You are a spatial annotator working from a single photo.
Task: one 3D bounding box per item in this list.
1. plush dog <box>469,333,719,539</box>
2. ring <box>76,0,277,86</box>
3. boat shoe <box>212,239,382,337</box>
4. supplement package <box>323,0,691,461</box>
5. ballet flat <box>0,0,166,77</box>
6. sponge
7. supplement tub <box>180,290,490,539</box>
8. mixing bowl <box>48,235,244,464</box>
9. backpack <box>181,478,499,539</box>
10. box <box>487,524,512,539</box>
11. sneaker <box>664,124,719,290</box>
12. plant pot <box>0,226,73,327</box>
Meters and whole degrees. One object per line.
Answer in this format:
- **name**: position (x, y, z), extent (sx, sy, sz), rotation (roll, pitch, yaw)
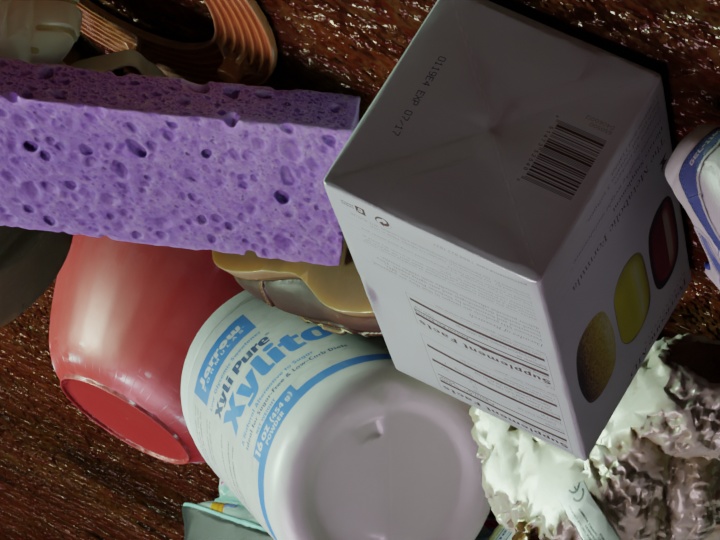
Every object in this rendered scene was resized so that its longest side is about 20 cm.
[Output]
- **plush dog**: position (0.148, 0.112, 1.477), extent (0.171, 0.161, 0.200), rotation (16, 176, -43)
- **ring**: position (-0.130, -0.149, 1.417), extent (0.200, 0.019, 0.201), rotation (29, 161, 11)
- **boat shoe**: position (0.000, 0.000, 1.518), extent (0.070, 0.071, 0.200), rotation (38, 168, -31)
- **supplement package**: position (0.072, -0.017, 1.279), extent (0.109, 0.114, 0.200), rotation (25, 162, 21)
- **ballet flat**: position (-0.146, -0.101, 1.456), extent (0.075, 0.068, 0.200), rotation (-22, 133, 42)
- **sponge**: position (-0.103, -0.055, 1.435), extent (0.199, 0.030, 0.112), rotation (7, 145, 1)
- **supplement tub**: position (-0.016, 0.090, 1.587), extent (0.132, 0.132, 0.200), rotation (40, 178, -25)
- **mixing bowl**: position (-0.119, 0.051, 1.773), extent (0.200, 0.109, 0.200), rotation (28, 162, 10)
- **backpack**: position (0.000, 0.182, 1.820), extent (0.199, 0.154, 0.175), rotation (11, 176, -38)
- **box**: position (0.174, 0.225, 1.685), extent (0.176, 0.097, 0.200), rotation (38, 178, -18)
- **sneaker**: position (0.198, 0.005, 1.228), extent (0.088, 0.075, 0.200), rotation (30, 159, 45)
- **plant pot**: position (-0.268, -0.077, 1.602), extent (0.200, 0.200, 0.175), rotation (23, 141, 24)
